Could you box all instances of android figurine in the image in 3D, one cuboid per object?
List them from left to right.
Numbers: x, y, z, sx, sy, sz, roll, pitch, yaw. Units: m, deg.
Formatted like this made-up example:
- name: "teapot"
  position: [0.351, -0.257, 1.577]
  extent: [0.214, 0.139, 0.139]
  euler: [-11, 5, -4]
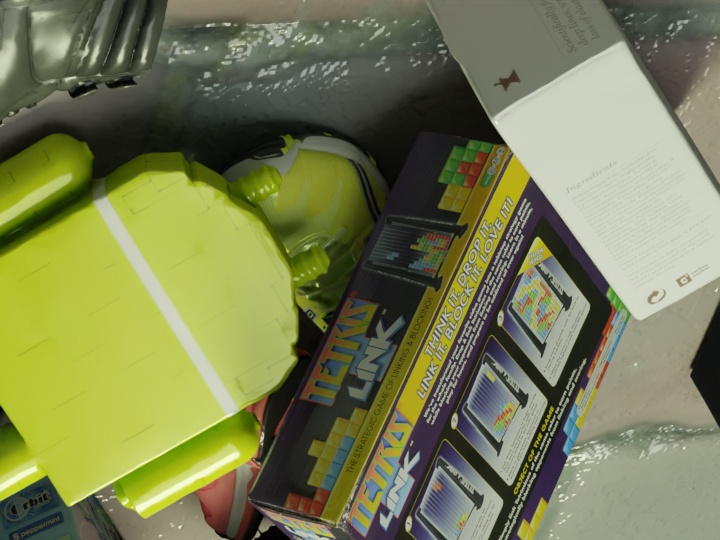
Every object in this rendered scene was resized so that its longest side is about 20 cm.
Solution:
- name: "android figurine"
  position: [-0.112, 0.024, 1.181]
  extent: [0.200, 0.041, 0.182]
  euler: [-32, 108, 3]

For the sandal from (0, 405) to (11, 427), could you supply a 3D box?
- name: "sandal"
  position: [-0.208, 0.104, 1.273]
  extent: [0.048, 0.075, 0.201]
  euler: [-13, 146, -49]

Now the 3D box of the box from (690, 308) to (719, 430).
- name: "box"
  position: [0.309, 0.020, 1.430]
  extent: [0.182, 0.104, 0.200]
  euler: [-9, 140, -22]

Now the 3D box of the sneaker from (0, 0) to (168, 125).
- name: "sneaker"
  position: [-0.148, -0.077, 1.084]
  extent: [0.099, 0.071, 0.200]
  euler: [14, 125, -34]

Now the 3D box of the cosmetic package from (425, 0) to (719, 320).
- name: "cosmetic package"
  position: [0.108, -0.071, 1.212]
  extent: [0.074, 0.102, 0.200]
  euler: [-31, 144, 7]

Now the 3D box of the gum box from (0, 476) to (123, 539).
- name: "gum box"
  position: [-0.128, 0.204, 1.326]
  extent: [0.044, 0.200, 0.170]
  euler: [-24, 143, 0]

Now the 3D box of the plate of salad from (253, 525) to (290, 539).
- name: "plate of salad"
  position: [-0.010, 0.120, 1.374]
  extent: [0.200, 0.048, 0.200]
  euler: [-44, 172, -8]

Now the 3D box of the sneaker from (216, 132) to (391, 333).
- name: "sneaker"
  position: [0.000, 0.000, 1.256]
  extent: [0.075, 0.076, 0.200]
  euler: [-35, 141, 16]

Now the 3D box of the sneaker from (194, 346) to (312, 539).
- name: "sneaker"
  position: [-0.074, 0.073, 1.324]
  extent: [0.074, 0.087, 0.200]
  euler: [-60, 171, -24]

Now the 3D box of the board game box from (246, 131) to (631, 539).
- name: "board game box"
  position: [0.042, 0.062, 1.231]
  extent: [0.165, 0.057, 0.200]
  euler: [49, 61, -49]
